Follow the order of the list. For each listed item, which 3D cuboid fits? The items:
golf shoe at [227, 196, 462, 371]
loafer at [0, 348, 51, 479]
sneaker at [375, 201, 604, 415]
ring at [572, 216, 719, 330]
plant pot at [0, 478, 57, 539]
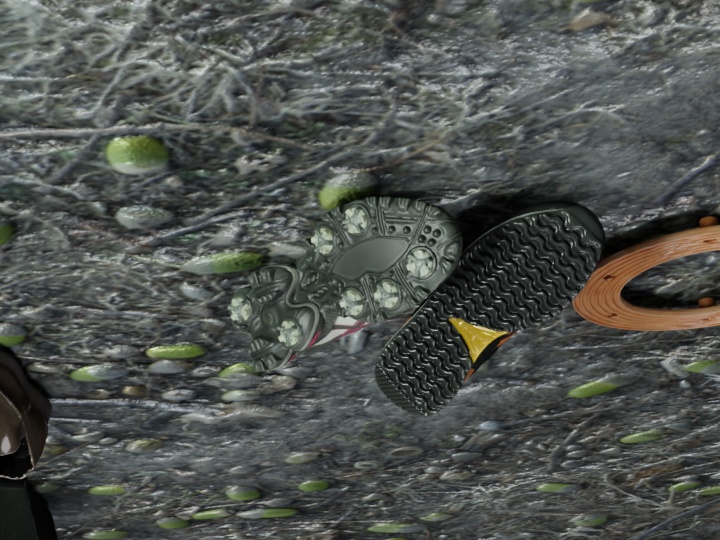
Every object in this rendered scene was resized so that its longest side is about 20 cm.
[{"bbox_3d":[0.000,0.000,1.110,0.199,0.078,0.088,-26,173,42],"label":"golf shoe"},{"bbox_3d":[-0.281,0.111,1.286,0.073,0.071,0.200,-10,158,11],"label":"loafer"},{"bbox_3d":[0.090,0.011,1.142,0.200,0.070,0.090,-45,-176,32],"label":"sneaker"},{"bbox_3d":[0.250,0.002,1.226,0.199,0.019,0.201,-4,159,-2],"label":"ring"},{"bbox_3d":[-0.371,0.296,1.594,0.176,0.201,0.200,-17,159,-4],"label":"plant pot"}]
